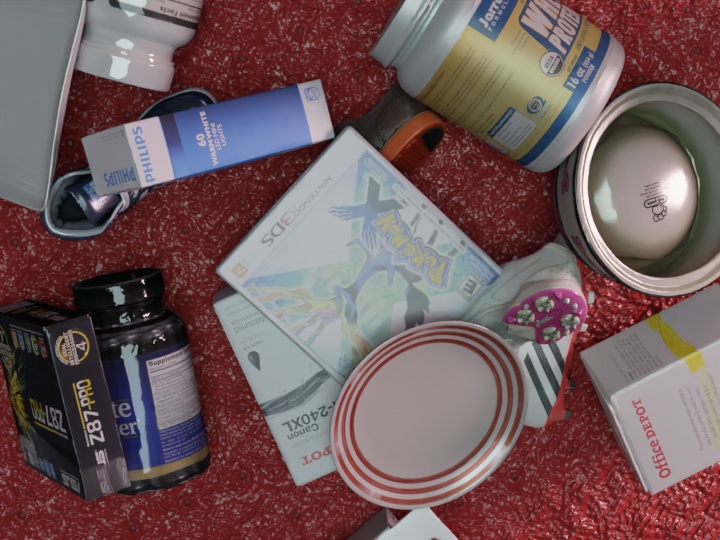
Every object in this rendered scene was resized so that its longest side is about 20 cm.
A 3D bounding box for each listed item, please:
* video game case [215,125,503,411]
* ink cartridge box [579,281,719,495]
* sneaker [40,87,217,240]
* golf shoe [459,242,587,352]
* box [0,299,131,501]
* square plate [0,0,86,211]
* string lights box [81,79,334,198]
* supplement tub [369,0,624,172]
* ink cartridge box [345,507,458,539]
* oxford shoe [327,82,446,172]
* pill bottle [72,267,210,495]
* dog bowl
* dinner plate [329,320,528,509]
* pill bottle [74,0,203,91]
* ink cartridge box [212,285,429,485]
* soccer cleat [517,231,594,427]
[{"bbox_3d":[0.000,0.000,1.208,0.200,0.022,0.182,43,92,-9],"label":"video game case"},{"bbox_3d":[0.332,0.105,1.265,0.200,0.083,0.145,-27,123,2],"label":"ink cartridge box"},{"bbox_3d":[-0.215,-0.096,1.223,0.200,0.109,0.070,-37,99,4],"label":"sneaker"},{"bbox_3d":[0.131,0.041,1.253,0.200,0.092,0.075,-26,130,33],"label":"golf shoe"},{"bbox_3d":[-0.282,0.114,1.211,0.049,0.200,0.161,-18,102,-28],"label":"box"},{"bbox_3d":[-0.334,-0.172,1.205,0.198,0.028,0.200,18,100,31],"label":"square plate"},{"bbox_3d":[-0.136,-0.119,1.180,0.200,0.103,0.059,-18,98,-32],"label":"string lights box"},{"bbox_3d":[0.124,-0.197,1.202,0.200,0.145,0.145,31,96,-7],"label":"supplement tub"},{"bbox_3d":[0.021,0.325,1.317,0.200,0.068,0.115,-41,98,5],"label":"ink cartridge box"},{"bbox_3d":[-0.010,-0.097,1.263,0.200,0.071,0.073,-41,67,9],"label":"oxford shoe"},{"bbox_3d":[-0.215,0.104,1.252,0.112,0.112,0.200,-10,99,-1],"label":"pill bottle"},{"bbox_3d":[0.270,-0.074,1.237,0.200,0.074,0.200,1,89,-22],"label":"dog bowl"},{"bbox_3d":[0.063,0.134,1.224,0.200,0.024,0.200,-9,118,-18],"label":"dinner plate"},{"bbox_3d":[-0.197,-0.272,1.193,0.116,0.116,0.200,15,99,-4],"label":"pill bottle"},{"bbox_3d":[-0.036,0.087,1.270,0.145,0.083,0.200,-24,98,0],"label":"ink cartridge box"},{"bbox_3d":[0.175,0.058,1.284,0.085,0.069,0.200,5,103,-7],"label":"soccer cleat"}]
